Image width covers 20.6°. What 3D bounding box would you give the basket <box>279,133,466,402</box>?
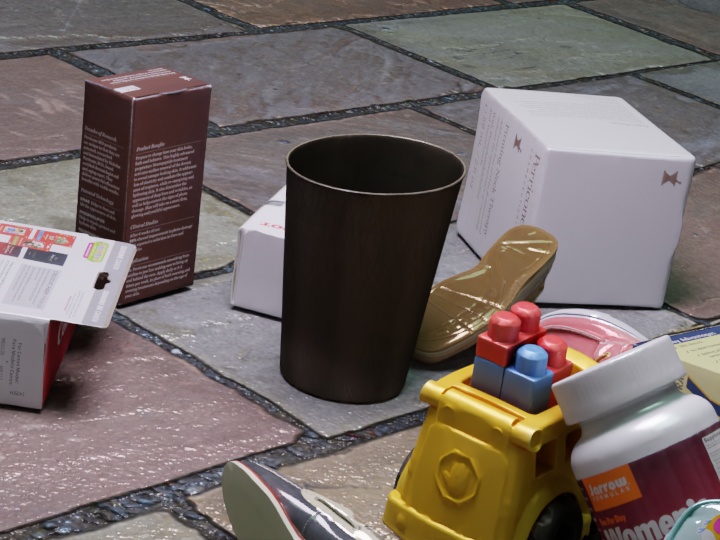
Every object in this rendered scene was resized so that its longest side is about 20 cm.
[{"bbox_3d":[0.000,0.000,1.709,0.136,0.201,0.180,24,27,33],"label":"basket"}]

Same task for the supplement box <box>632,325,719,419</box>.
[{"bbox_3d":[0.348,0.131,1.574,0.200,0.135,0.200,-8,18,-39],"label":"supplement box"}]

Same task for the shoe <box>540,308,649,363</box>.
[{"bbox_3d":[0.224,0.094,1.740,0.200,0.072,0.091,25,20,25],"label":"shoe"}]

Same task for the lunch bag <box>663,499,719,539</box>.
[{"bbox_3d":[0.238,0.244,1.201,0.160,0.200,0.077,22,-15,28],"label":"lunch bag"}]

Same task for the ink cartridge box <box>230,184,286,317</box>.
[{"bbox_3d":[-0.025,-0.018,1.905,0.146,0.084,0.200,14,22,12],"label":"ink cartridge box"}]

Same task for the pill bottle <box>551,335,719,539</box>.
[{"bbox_3d":[0.213,0.155,1.383,0.109,0.200,0.110,-23,-4,-2],"label":"pill bottle"}]

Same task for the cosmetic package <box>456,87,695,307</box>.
[{"bbox_3d":[0.218,-0.077,2.044,0.166,0.168,0.200,3,21,-18],"label":"cosmetic package"}]

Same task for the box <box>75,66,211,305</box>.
[{"bbox_3d":[-0.203,-0.079,1.826,0.075,0.201,0.100,24,26,35],"label":"box"}]

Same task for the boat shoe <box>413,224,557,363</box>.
[{"bbox_3d":[0.115,0.036,1.850,0.074,0.069,0.200,31,50,30],"label":"boat shoe"}]

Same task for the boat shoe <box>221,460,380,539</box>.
[{"bbox_3d":[-0.026,0.191,1.382,0.062,0.071,0.200,-20,38,-32],"label":"boat shoe"}]

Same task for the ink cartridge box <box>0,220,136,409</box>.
[{"bbox_3d":[-0.288,0.034,1.664,0.175,0.084,0.200,9,21,-1],"label":"ink cartridge box"}]

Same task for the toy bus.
[{"bbox_3d":[0.126,0.115,1.486,0.136,0.193,0.200,21,23,33],"label":"toy bus"}]
